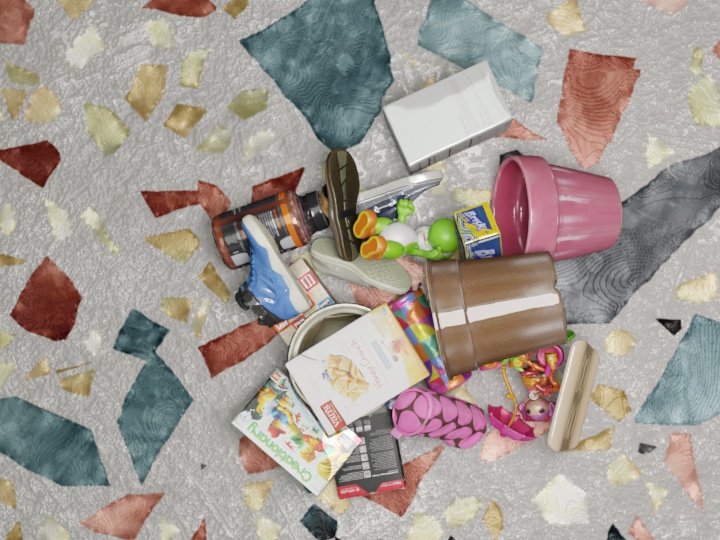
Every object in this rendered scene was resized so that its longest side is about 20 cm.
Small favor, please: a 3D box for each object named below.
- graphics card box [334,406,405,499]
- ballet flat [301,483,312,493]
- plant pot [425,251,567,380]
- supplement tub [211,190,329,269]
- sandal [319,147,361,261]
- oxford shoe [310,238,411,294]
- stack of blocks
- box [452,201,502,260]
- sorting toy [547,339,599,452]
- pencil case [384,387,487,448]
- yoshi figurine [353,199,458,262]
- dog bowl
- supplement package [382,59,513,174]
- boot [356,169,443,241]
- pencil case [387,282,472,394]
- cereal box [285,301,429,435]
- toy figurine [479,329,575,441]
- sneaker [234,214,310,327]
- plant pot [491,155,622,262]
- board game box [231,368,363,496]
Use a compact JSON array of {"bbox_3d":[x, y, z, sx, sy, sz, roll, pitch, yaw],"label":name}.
[{"bbox_3d":[0.004,0.301,1.634,0.125,0.051,0.200,-11,88,5],"label":"graphics card box"},{"bbox_3d":[-0.122,0.310,1.643,0.073,0.073,0.200,-40,79,3],"label":"ballet flat"},{"bbox_3d":[0.219,0.062,1.446,0.198,0.200,0.201,-10,87,8],"label":"plant pot"},{"bbox_3d":[-0.160,-0.079,1.633,0.200,0.107,0.107,-19,87,5],"label":"supplement tub"},{"bbox_3d":[-0.039,-0.115,1.598,0.055,0.082,0.200,-3,96,38],"label":"sandal"},{"bbox_3d":[0.000,0.000,1.627,0.200,0.075,0.058,20,131,18],"label":"oxford shoe"},{"bbox_3d":[-0.091,0.091,1.645,0.115,0.059,0.200,-37,86,3],"label":"stack of blocks"},{"bbox_3d":[0.205,-0.031,1.547,0.064,0.200,0.070,-18,60,3],"label":"box"},{"bbox_3d":[0.357,0.213,1.533,0.036,0.200,0.185,13,85,24],"label":"sorting toy"},{"bbox_3d":[0.135,0.258,1.554,0.091,0.200,0.094,30,95,43],"label":"pencil case"},{"bbox_3d":[0.097,-0.062,1.574,0.200,0.112,0.113,5,101,-34],"label":"yoshi figurine"},{"bbox_3d":[-0.025,0.153,1.571,0.200,0.074,0.200,0,92,1],"label":"dog bowl"},{"bbox_3d":[0.153,-0.268,1.605,0.200,0.117,0.117,-24,87,4],"label":"supplement package"},{"bbox_3d":[0.064,-0.114,1.638,0.200,0.073,0.090,-17,92,13],"label":"boot"},{"bbox_3d":[0.119,0.124,1.614,0.088,0.088,0.200,-29,87,4],"label":"pencil case"},{"bbox_3d":[-0.005,0.164,1.514,0.200,0.040,0.144,-32,90,2],"label":"cereal box"},{"bbox_3d":[0.286,0.205,1.573,0.200,0.150,0.184,-8,100,21],"label":"toy figurine"},{"bbox_3d":[-0.181,0.009,1.568,0.111,0.077,0.200,-28,112,4],"label":"sneaker"},{"bbox_3d":[0.340,-0.097,1.556,0.179,0.200,0.200,-1,88,-10],"label":"plant pot"},{"bbox_3d":[-0.111,0.284,1.593,0.200,0.035,0.126,39,80,6],"label":"board game box"}]
